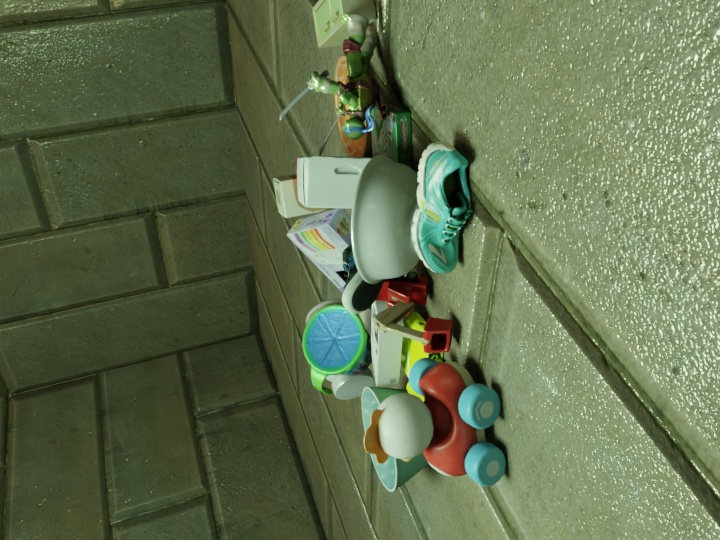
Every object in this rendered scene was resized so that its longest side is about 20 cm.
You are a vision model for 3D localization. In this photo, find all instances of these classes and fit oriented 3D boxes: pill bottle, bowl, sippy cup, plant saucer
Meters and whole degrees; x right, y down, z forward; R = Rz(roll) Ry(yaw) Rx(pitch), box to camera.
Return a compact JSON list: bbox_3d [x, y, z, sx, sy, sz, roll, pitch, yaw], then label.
[{"bbox_3d":[-0.043,0.175,1.589,0.117,0.113,0.203,98,154,-52],"label":"pill bottle"},{"bbox_3d":[0.079,0.317,1.407,0.200,0.102,0.207,167,90,-75],"label":"bowl"},{"bbox_3d":[-0.033,0.153,1.450,0.142,0.175,0.130,63,-170,25],"label":"sippy cup"},{"bbox_3d":[-0.007,-0.312,1.387,0.200,0.036,0.207,169,91,-75],"label":"plant saucer"},{"bbox_3d":[0.065,-0.077,1.124,0.200,0.088,0.208,-22,-65,-62],"label":"bowl"}]

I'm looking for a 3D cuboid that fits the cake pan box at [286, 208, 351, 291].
[{"bbox_3d":[-0.030,-0.029,1.401,0.200,0.053,0.183,47,157,-22],"label":"cake pan box"}]

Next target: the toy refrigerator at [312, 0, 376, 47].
[{"bbox_3d":[-0.036,-0.472,1.314,0.199,0.068,0.078,-163,62,-72],"label":"toy refrigerator"}]

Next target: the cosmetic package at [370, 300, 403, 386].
[{"bbox_3d":[0.047,0.128,1.338,0.203,0.049,0.084,90,174,-51],"label":"cosmetic package"}]

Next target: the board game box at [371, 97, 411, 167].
[{"bbox_3d":[0.055,-0.192,1.265,0.135,0.028,0.205,-127,29,-59],"label":"board game box"}]

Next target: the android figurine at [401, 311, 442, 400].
[{"bbox_3d":[0.109,0.163,1.312,0.201,0.040,0.186,-125,27,-52],"label":"android figurine"}]

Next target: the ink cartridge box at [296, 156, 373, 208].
[{"bbox_3d":[-0.037,-0.156,1.250,0.200,0.141,0.086,-130,41,-78],"label":"ink cartridge box"}]

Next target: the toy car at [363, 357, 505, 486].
[{"bbox_3d":[0.089,0.249,1.098,0.183,0.195,0.182,20,121,62],"label":"toy car"}]

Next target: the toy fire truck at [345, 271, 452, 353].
[{"bbox_3d":[0.062,0.064,1.206,0.143,0.194,0.050,-73,-16,-47],"label":"toy fire truck"}]

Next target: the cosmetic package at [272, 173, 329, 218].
[{"bbox_3d":[-0.067,-0.161,1.407,0.105,0.194,0.073,-148,47,-70],"label":"cosmetic package"}]

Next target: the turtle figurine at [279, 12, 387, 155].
[{"bbox_3d":[-0.043,-0.321,1.219,0.197,0.142,0.200,-1,75,49],"label":"turtle figurine"}]

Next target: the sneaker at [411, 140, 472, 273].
[{"bbox_3d":[0.121,-0.081,1.031,0.079,0.076,0.205,37,140,49],"label":"sneaker"}]

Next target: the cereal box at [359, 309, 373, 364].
[{"bbox_3d":[0.027,0.096,1.558,0.145,0.038,0.204,-118,21,-48],"label":"cereal box"}]

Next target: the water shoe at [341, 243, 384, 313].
[{"bbox_3d":[0.000,0.000,1.202,0.201,0.077,0.073,-54,-34,-48],"label":"water shoe"}]
